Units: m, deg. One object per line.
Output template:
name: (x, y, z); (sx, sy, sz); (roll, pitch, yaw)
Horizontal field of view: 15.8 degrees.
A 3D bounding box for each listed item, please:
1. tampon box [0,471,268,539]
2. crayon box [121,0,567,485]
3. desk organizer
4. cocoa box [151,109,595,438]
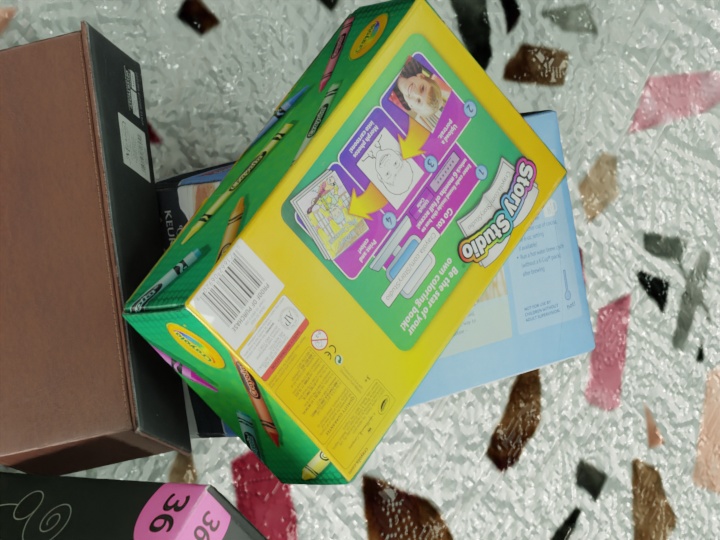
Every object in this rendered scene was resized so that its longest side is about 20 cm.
tampon box: (-0.126, 0.186, 1.159); (0.126, 0.200, 0.150); (47, 59, -29)
crayon box: (-0.003, -0.015, 1.194); (0.119, 0.058, 0.200); (48, 62, -24)
desk organizer: (-0.140, -0.007, 1.235); (0.072, 0.077, 0.200); (37, 42, -70)
cocoa box: (0.000, 0.000, 1.321); (0.200, 0.131, 0.134); (-15, 97, -40)
